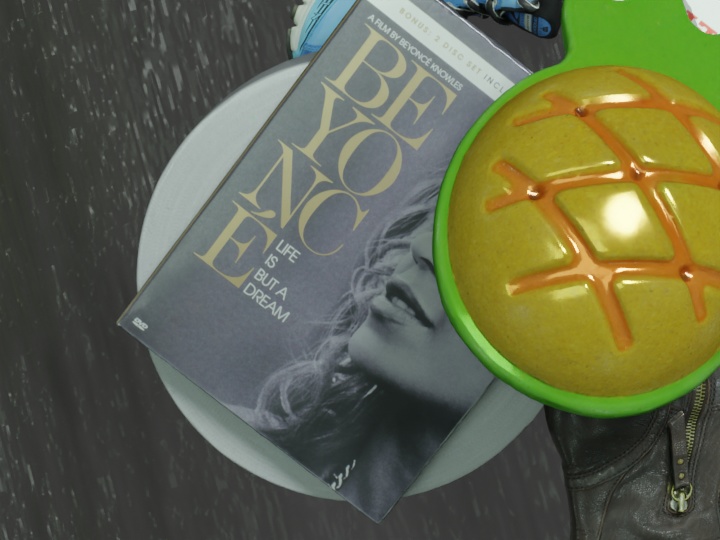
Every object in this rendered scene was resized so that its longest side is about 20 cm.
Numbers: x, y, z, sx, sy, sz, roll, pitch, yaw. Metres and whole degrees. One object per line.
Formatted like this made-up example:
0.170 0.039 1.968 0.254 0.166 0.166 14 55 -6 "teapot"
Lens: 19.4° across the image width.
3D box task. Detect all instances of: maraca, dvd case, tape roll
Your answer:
0.107 -0.033 0.851 0.136 0.107 0.201 28 64 0 "maraca"
0.010 -0.010 0.917 0.148 0.016 0.200 37 99 -5 "dvd case"
0.000 0.000 0.961 0.198 0.066 0.202 0 101 1 "tape roll"

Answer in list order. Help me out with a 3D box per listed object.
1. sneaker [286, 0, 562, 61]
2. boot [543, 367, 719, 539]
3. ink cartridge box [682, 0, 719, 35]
0.053 -0.139 0.978 0.199 0.078 0.090 -34 87 14 "sneaker"
0.161 0.091 0.939 0.198 0.069 0.176 -15 104 -15 "boot"
0.216 -0.147 0.929 0.146 0.083 0.200 40 97 13 "ink cartridge box"
